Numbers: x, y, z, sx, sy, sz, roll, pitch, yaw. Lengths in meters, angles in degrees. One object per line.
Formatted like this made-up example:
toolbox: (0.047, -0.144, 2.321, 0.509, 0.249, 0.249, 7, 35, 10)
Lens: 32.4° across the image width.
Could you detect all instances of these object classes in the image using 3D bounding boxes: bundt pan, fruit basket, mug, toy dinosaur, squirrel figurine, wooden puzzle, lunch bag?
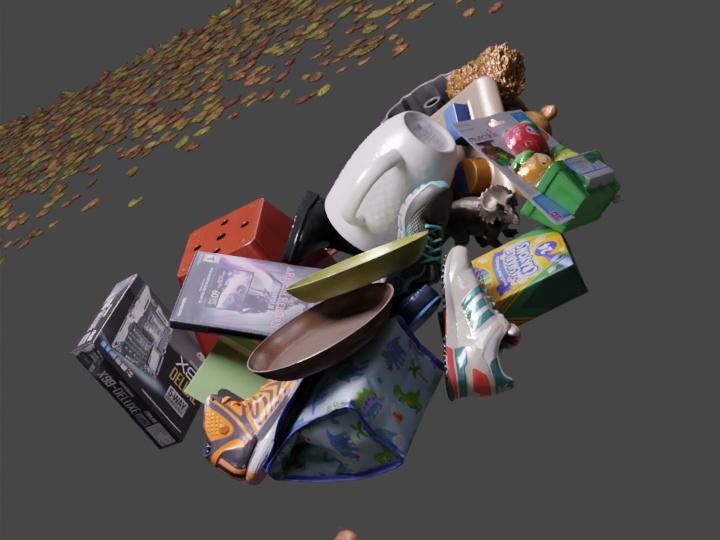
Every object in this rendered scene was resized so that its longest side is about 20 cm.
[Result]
bundt pan: (0.137, -0.255, 2.092, 0.201, 0.076, 0.202, -25, 28, 14)
fruit basket: (0.238, -0.146, 1.625, 0.185, 0.200, 0.094, -17, -29, -50)
mug: (0.040, -0.121, 1.718, 0.200, 0.148, 0.176, -26, -25, -55)
toy dinosaur: (0.156, -0.068, 1.718, 0.199, 0.103, 0.077, -7, 35, 41)
squirrel figurine: (0.209, -0.226, 1.821, 0.141, 0.201, 0.187, -30, 17, -6)
wooden puzzle: (0.134, -0.157, 1.785, 0.200, 0.046, 0.187, -32, 63, 45)
lunch bag: (-0.020, 0.164, 1.503, 0.199, 0.128, 0.170, -29, 20, 43)

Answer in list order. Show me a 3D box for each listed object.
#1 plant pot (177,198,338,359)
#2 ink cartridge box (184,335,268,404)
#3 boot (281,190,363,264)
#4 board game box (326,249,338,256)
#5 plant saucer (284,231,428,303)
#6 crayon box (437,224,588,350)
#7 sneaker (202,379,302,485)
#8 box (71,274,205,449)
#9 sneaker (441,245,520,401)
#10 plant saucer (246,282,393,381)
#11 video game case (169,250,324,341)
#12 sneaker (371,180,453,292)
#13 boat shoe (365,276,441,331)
plant pot: (-0.162, 0.015, 1.847, 0.199, 0.177, 0.200, -24, 27, 16)
ink cartridge box: (-0.129, 0.118, 1.676, 0.201, 0.145, 0.048, -59, -1, -45)
boot: (-0.022, -0.044, 1.803, 0.199, 0.161, 0.074, -71, 3, -65)
board game box: (-0.033, -0.068, 2.027, 0.199, 0.020, 0.103, -37, 25, -8)
plant saucer: (0.000, 0.000, 1.588, 0.198, 0.031, 0.200, -22, 3, 1)
crayon box: (0.181, 0.024, 1.589, 0.199, 0.052, 0.126, -28, 26, 11)
sneaker: (-0.137, 0.169, 1.594, 0.111, 0.078, 0.201, 23, 57, 11)
box: (-0.304, 0.131, 1.779, 0.049, 0.200, 0.158, -23, 26, 32)
sneaker: (0.146, 0.062, 1.493, 0.092, 0.071, 0.201, -2, 60, 5)
plant saucer: (-0.042, 0.078, 1.488, 0.199, 0.032, 0.200, -28, 14, 7)
video game case: (-0.145, 0.038, 1.684, 0.198, 0.019, 0.144, 7, 42, 5)
sneaker: (0.088, -0.024, 1.676, 0.077, 0.201, 0.091, -1, 35, -32)
boat shoe: (0.034, 0.062, 1.576, 0.084, 0.069, 0.200, -34, -6, -35)
